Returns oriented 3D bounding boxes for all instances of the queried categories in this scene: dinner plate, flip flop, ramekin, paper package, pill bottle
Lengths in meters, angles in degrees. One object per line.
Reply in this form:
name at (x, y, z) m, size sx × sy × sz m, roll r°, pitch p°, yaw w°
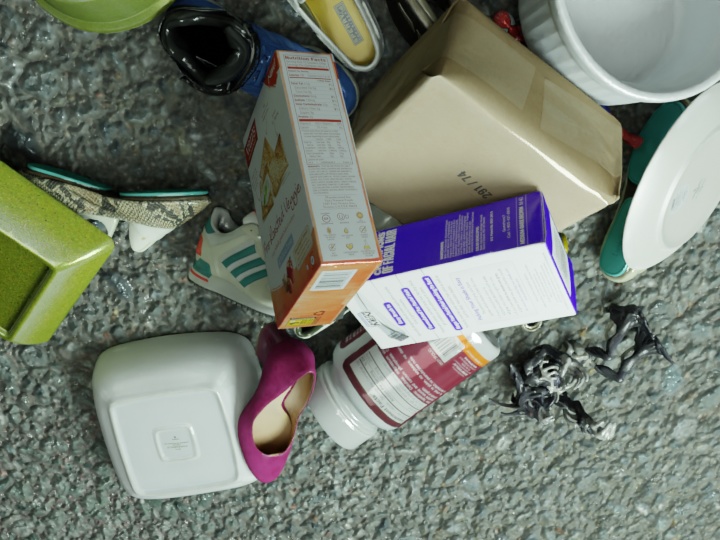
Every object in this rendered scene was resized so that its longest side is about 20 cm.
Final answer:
dinner plate at (0.327, -0.086, 0.739) m, size 0.199 × 0.024 × 0.202 m, roll -27°, pitch 135°, yaw -30°
flip flop at (0.048, -0.272, 0.696) m, size 0.057 × 0.081 × 0.201 m, roll -35°, pitch 105°, yaw -4°
ramekin at (0.238, -0.245, 0.667) m, size 0.197 × 0.098 × 0.204 m, roll -1°, pitch 93°, yaw -14°
paper package at (0.104, -0.110, 0.697) m, size 0.199 × 0.104 × 0.190 m, roll 31°, pitch 146°, yaw -18°
pill bottle at (0.042, 0.101, 0.820) m, size 0.199 × 0.114 × 0.114 m, roll -37°, pitch 109°, yaw 12°

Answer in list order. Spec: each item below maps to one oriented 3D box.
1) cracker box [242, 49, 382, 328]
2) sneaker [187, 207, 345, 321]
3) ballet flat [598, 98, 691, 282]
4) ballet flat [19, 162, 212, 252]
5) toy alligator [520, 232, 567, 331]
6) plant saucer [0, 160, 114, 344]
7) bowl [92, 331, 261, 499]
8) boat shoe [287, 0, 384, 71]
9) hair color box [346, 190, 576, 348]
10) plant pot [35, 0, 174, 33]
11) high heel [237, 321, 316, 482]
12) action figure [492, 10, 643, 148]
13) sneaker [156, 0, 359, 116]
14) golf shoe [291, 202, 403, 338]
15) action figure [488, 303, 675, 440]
cracker box at (-0.049, -0.068, 0.654) m, size 0.057 × 0.202 × 0.134 m, roll -3°, pitch 156°, yaw -23°
sneaker at (-0.094, -0.011, 0.751) m, size 0.198 × 0.070 × 0.095 m, roll 17°, pitch 98°, yaw 37°
ballet flat at (0.311, -0.081, 0.792) m, size 0.069 × 0.070 × 0.202 m, roll 14°, pitch 113°, yaw -8°
ballet flat at (-0.251, -0.059, 0.766) m, size 0.197 × 0.068 × 0.076 m, roll 8°, pitch 99°, yaw -1°
toy alligator at (0.195, -0.013, 0.812) m, size 0.058 × 0.054 × 0.203 m, roll -4°, pitch 112°, yaw 0°
plant saucer at (-0.379, -0.016, 0.756) m, size 0.199 × 0.048 × 0.200 m, roll 37°, pitch 126°, yaw -15°
bowl at (-0.207, 0.179, 0.865) m, size 0.197 × 0.075 × 0.202 m, roll -7°, pitch 112°, yaw 2°
boat shoe at (-0.045, -0.266, 0.681) m, size 0.074 × 0.086 × 0.203 m, roll -31°, pitch 111°, yaw 10°
hair color box at (0.087, 0.005, 0.692) m, size 0.198 × 0.065 × 0.110 m, roll -14°, pitch 138°, yaw 23°
plant pot at (-0.241, -0.303, 0.569) m, size 0.197 × 0.190 × 0.203 m, roll 1°, pitch 96°, yaw 11°
high heel at (-0.086, 0.162, 0.796) m, size 0.067 × 0.096 × 0.203 m, roll -10°, pitch 118°, yaw -26°
action figure at (0.201, -0.182, 0.749) m, size 0.200 × 0.052 × 0.065 m, roll 42°, pitch 109°, yaw -15°
sneaker at (-0.093, -0.186, 0.696) m, size 0.198 × 0.112 × 0.077 m, roll 28°, pitch 113°, yaw -13°
golf shoe at (0.000, 0.000, 0.788) m, size 0.078 × 0.097 × 0.200 m, roll 41°, pitch 104°, yaw -16°
action figure at (0.246, 0.124, 0.847) m, size 0.199 × 0.102 × 0.119 m, roll -36°, pitch 121°, yaw 10°
